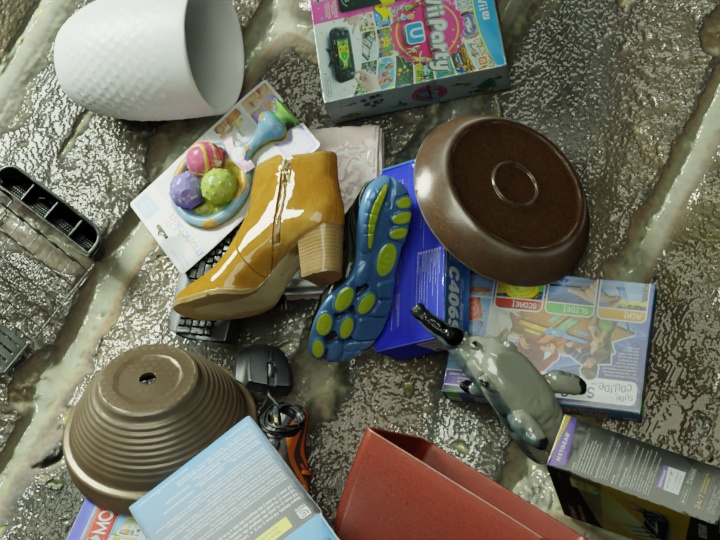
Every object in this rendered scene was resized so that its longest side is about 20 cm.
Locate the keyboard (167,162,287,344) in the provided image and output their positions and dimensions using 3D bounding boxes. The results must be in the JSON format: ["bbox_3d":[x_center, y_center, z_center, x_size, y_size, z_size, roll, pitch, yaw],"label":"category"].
[{"bbox_3d":[-0.127,-0.019,1.776,0.126,0.021,0.201,5,72,17],"label":"keyboard"}]

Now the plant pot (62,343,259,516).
[{"bbox_3d":[-0.203,0.140,1.685,0.200,0.093,0.201,-3,41,3],"label":"plant pot"}]

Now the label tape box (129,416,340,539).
[{"bbox_3d":[-0.105,0.242,1.525,0.143,0.066,0.200,-37,42,-6],"label":"label tape box"}]

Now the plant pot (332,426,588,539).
[{"bbox_3d":[0.071,0.276,1.581,0.199,0.200,0.177,31,92,20],"label":"plant pot"}]

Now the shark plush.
[{"bbox_3d":[0.121,0.113,1.638,0.200,0.083,0.091,33,60,-9],"label":"shark plush"}]

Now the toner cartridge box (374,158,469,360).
[{"bbox_3d":[0.064,-0.015,1.734,0.095,0.043,0.201,-14,65,40],"label":"toner cartridge box"}]

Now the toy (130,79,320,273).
[{"bbox_3d":[-0.150,-0.107,1.782,0.200,0.047,0.115,-41,59,2],"label":"toy"}]

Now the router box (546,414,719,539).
[{"bbox_3d":[0.259,0.205,1.551,0.157,0.200,0.052,18,74,18],"label":"router box"}]

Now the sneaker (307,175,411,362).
[{"bbox_3d":[0.000,0.000,1.724,0.070,0.083,0.201,17,96,-14],"label":"sneaker"}]

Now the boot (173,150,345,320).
[{"bbox_3d":[-0.104,-0.037,1.723,0.200,0.071,0.145,-17,63,23],"label":"boot"}]

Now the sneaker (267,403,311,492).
[{"bbox_3d":[-0.056,0.238,1.682,0.111,0.078,0.201,13,79,8],"label":"sneaker"}]

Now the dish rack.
[{"bbox_3d":[-0.383,0.005,1.837,0.153,0.055,0.200,35,81,21],"label":"dish rack"}]

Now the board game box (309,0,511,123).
[{"bbox_3d":[0.053,-0.253,1.832,0.199,0.064,0.148,-11,69,7],"label":"board game box"}]

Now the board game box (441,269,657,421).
[{"bbox_3d":[0.190,0.072,1.701,0.199,0.034,0.136,6,72,14],"label":"board game box"}]

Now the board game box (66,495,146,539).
[{"bbox_3d":[-0.202,0.229,1.676,0.134,0.029,0.200,3,38,12],"label":"board game box"}]

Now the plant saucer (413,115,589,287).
[{"bbox_3d":[0.150,-0.079,1.706,0.199,0.035,0.201,12,57,-20],"label":"plant saucer"}]

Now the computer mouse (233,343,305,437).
[{"bbox_3d":[-0.088,0.114,1.679,0.058,0.200,0.034,12,106,-17],"label":"computer mouse"}]

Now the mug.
[{"bbox_3d":[-0.229,-0.251,1.860,0.174,0.148,0.200,-4,39,21],"label":"mug"}]

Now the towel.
[{"bbox_3d":[-0.073,-0.061,1.808,0.199,0.032,0.192,-3,70,10],"label":"towel"}]
